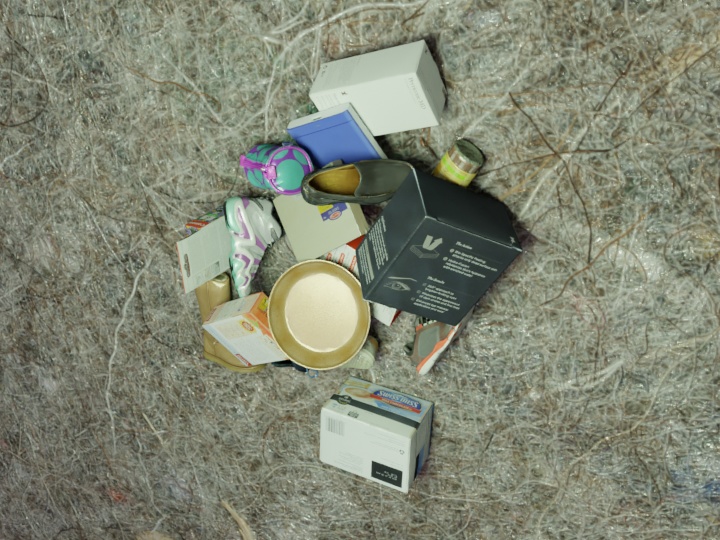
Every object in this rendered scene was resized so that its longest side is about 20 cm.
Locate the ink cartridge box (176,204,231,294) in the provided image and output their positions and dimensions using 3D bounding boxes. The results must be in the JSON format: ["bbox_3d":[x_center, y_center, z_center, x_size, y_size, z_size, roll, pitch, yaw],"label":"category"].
[{"bbox_3d":[-0.297,-0.047,1.493,0.049,0.199,0.112,11,119,29],"label":"ink cartridge box"}]

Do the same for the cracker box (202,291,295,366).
[{"bbox_3d":[-0.211,0.119,1.522,0.134,0.058,0.198,45,145,-22],"label":"cracker box"}]

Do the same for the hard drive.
[{"bbox_3d":[-0.020,-0.191,1.317,0.129,0.026,0.201,-8,138,35],"label":"hard drive"}]

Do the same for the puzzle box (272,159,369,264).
[{"bbox_3d":[-0.073,-0.098,1.363,0.198,0.025,0.136,-22,90,50],"label":"puzzle box"}]

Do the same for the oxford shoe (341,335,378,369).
[{"bbox_3d":[-0.038,0.153,1.539,0.197,0.058,0.076,3,136,44],"label":"oxford shoe"}]

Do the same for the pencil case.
[{"bbox_3d":[-0.149,-0.182,1.355,0.199,0.090,0.088,-157,72,-68],"label":"pencil case"}]

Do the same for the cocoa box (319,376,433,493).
[{"bbox_3d":[0.032,0.322,1.530,0.195,0.131,0.137,14,119,22],"label":"cocoa box"}]

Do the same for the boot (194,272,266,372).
[{"bbox_3d":[-0.285,0.108,1.646,0.171,0.066,0.205,11,116,24],"label":"boot"}]

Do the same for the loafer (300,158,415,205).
[{"bbox_3d":[0.000,-0.143,1.246,0.194,0.072,0.075,-12,90,-4],"label":"loafer"}]

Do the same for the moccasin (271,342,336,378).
[{"bbox_3d":[-0.107,0.176,1.524,0.081,0.068,0.198,53,147,-16],"label":"moccasin"}]

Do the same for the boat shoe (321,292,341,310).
[{"bbox_3d":[-0.100,0.093,1.506,0.073,0.066,0.199,40,145,-16],"label":"boat shoe"}]

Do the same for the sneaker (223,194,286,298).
[{"bbox_3d":[-0.188,-0.047,1.494,0.136,0.078,0.205,-9,114,-16],"label":"sneaker"}]

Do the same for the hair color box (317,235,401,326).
[{"bbox_3d":[0.000,0.000,1.437,0.197,0.064,0.113,31,127,11],"label":"hair color box"}]

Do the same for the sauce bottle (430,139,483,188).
[{"bbox_3d":[0.132,-0.126,1.302,0.064,0.065,0.202,38,125,7],"label":"sauce bottle"}]

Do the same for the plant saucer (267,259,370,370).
[{"bbox_3d":[-0.075,0.080,1.421,0.194,0.035,0.207,1,98,10],"label":"plant saucer"}]

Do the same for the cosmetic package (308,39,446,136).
[{"bbox_3d":[0.031,-0.288,1.248,0.196,0.083,0.113,-4,141,32],"label":"cosmetic package"}]

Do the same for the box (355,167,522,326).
[{"bbox_3d":[0.123,-0.032,1.264,0.193,0.119,0.201,16,131,-27],"label":"box"}]

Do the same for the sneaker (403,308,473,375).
[{"bbox_3d":[0.135,0.107,1.408,0.082,0.077,0.202,41,125,13],"label":"sneaker"}]
